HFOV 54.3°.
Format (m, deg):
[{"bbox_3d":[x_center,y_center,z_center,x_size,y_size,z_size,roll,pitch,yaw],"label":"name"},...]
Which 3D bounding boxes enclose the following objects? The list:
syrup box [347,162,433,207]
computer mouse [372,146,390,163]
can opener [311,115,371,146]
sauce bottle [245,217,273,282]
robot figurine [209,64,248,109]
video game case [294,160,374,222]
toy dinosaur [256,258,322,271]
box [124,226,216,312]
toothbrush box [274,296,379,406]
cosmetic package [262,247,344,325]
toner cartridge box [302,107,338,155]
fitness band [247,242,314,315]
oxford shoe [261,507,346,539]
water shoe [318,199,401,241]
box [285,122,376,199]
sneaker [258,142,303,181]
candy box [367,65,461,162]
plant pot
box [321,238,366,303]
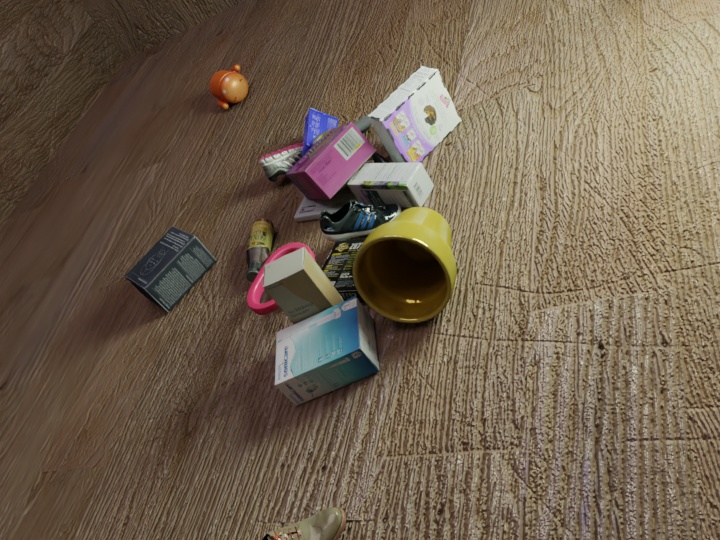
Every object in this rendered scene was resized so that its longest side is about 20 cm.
[{"bbox_3d":[0.071,-0.209,1.714,0.199,0.079,0.082,7,55,43],"label":"syrup box"},{"bbox_3d":[0.035,-0.299,1.848,0.034,0.058,0.200,-53,41,15],"label":"computer mouse"},{"bbox_3d":[-0.048,-0.385,1.973,0.199,0.067,0.053,-35,0,-30],"label":"can opener"},{"bbox_3d":[-0.265,-0.053,1.836,0.065,0.066,0.201,-22,39,19],"label":"sauce bottle"},{"bbox_3d":[-0.501,-0.703,2.679,0.144,0.117,0.199,-40,36,-17],"label":"robot figurine"},{"bbox_3d":[-0.067,-0.212,1.879,0.198,0.023,0.183,-6,47,36],"label":"video game case"},{"bbox_3d":[-0.173,0.023,1.689,0.102,0.077,0.199,-42,30,-27],"label":"toy dinosaur"},{"bbox_3d":[-0.531,-0.006,1.966,0.200,0.107,0.148,-49,39,-17],"label":"box"},{"bbox_3d":[-0.071,0.164,1.426,0.198,0.085,0.147,-25,39,15],"label":"toothbrush box"},{"bbox_3d":[-0.110,0.057,1.476,0.104,0.200,0.071,-24,38,17],"label":"cosmetic package"},{"bbox_3d":[-0.116,-0.391,2.047,0.201,0.094,0.043,-90,25,-47],"label":"toner cartridge box"},{"bbox_3d":[-0.182,0.018,1.613,0.143,0.037,0.201,-1,50,43],"label":"fitness band"},{"bbox_3d":[-0.114,0.454,1.159,0.199,0.075,0.071,-38,36,-1],"label":"oxford shoe"},{"bbox_3d":[0.000,-0.129,1.660,0.198,0.079,0.072,-19,37,-2],"label":"water shoe"},{"bbox_3d":[-0.080,-0.279,1.809,0.176,0.097,0.200,-47,17,-10],"label":"box"},{"bbox_3d":[-0.199,-0.317,2.063,0.198,0.088,0.074,-23,22,-20],"label":"sneaker"},{"bbox_3d":[0.140,-0.382,1.769,0.200,0.168,0.071,-44,39,-11],"label":"candy box"},{"bbox_3d":[0.105,-0.029,1.415,0.199,0.202,0.189,-13,27,28],"label":"plant pot"},{"bbox_3d":[0.000,0.000,1.575,0.198,0.049,0.161,-4,45,37],"label":"box"}]
